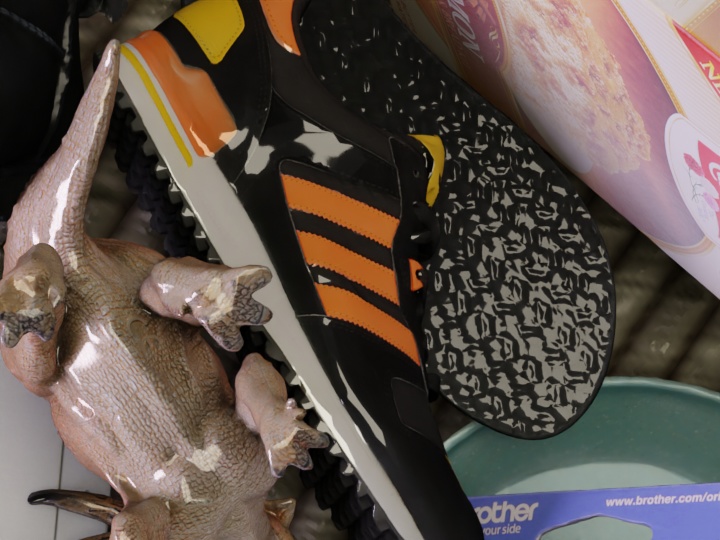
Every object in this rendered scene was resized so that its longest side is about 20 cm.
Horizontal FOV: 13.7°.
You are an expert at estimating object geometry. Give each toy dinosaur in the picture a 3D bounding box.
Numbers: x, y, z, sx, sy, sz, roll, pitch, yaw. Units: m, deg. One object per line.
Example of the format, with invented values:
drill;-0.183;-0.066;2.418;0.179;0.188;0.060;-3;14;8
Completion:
toy dinosaur;-0.069;0.035;0.886;0.085;0.136;0.201;-23;103;-10

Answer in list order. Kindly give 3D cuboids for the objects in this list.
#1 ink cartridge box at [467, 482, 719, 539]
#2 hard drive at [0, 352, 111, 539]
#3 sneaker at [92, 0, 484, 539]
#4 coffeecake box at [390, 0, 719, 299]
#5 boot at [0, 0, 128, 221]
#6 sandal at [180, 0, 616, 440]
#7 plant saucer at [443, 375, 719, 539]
ink cartridge box;0.070;0.165;0.894;0.042;0.119;0.201;28;62;-48
hard drive;-0.169;0.057;0.910;0.199;0.027;0.133;13;72;-30
sneaker;0.000;0.000;0.925;0.090;0.070;0.201;-31;84;-13
coffeecake box;0.084;-0.086;0.909;0.073;0.154;0.200;-40;57;-12
boot;-0.126;-0.096;0.899;0.073;0.198;0.164;4;93;17
sandal;0.018;-0.033;0.987;0.075;0.048;0.201;-35;77;0
plant saucer;0.084;0.136;0.986;0.199;0.036;0.201;1;84;-11
